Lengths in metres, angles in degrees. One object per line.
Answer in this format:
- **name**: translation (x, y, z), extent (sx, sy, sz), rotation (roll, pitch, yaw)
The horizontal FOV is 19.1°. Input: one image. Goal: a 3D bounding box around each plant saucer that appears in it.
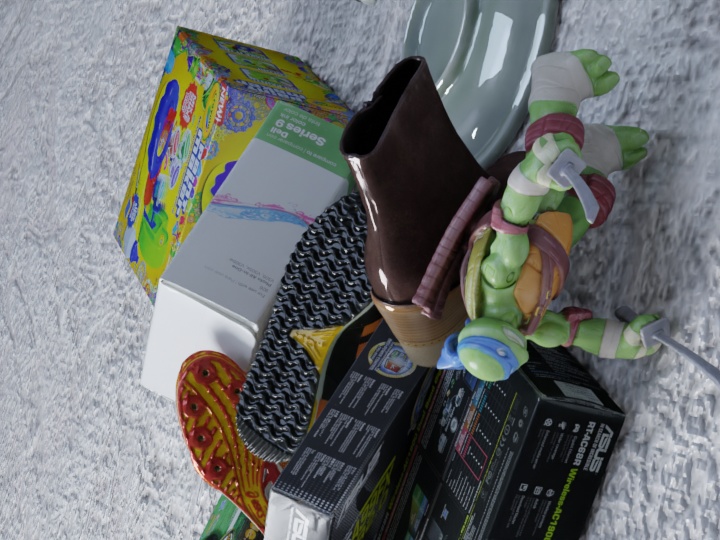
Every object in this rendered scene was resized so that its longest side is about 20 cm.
- **plant saucer**: translation (0.073, -0.166, 1.518), extent (0.200, 0.050, 0.201), rotation (-168, 90, -69)

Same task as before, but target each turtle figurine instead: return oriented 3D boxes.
- **turtle figurine**: translation (0.136, -0.025, 1.196), extent (0.200, 0.144, 0.194), rotation (-36, 29, 49)

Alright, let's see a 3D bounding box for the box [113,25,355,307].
- **box**: translation (-0.109, -0.077, 1.819), extent (0.193, 0.122, 0.201), rotation (-131, 57, -63)

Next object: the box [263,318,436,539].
- **box**: translation (-0.004, 0.133, 1.367), extent (0.200, 0.044, 0.161), rotation (-55, -17, -44)

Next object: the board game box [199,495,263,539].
- **board game box**: translation (-0.108, 0.223, 1.664), extent (0.201, 0.023, 0.105), rotation (-63, 13, -15)

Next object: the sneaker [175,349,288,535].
- **sneaker**: translation (-0.077, 0.138, 1.550), extent (0.073, 0.200, 0.077), rotation (-31, 25, -2)

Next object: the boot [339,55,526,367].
- **boot**: translation (0.060, -0.059, 1.293), extent (0.200, 0.072, 0.167), rotation (-54, -41, -42)

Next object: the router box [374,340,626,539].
- **router box**: translation (0.078, 0.139, 1.315), extent (0.150, 0.062, 0.201), rotation (-127, 53, -63)

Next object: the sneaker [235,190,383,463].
- **sneaker**: translation (-0.011, 0.034, 1.424), extent (0.070, 0.090, 0.201), rotation (30, 101, 25)

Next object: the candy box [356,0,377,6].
- **candy box**: translation (0.019, -0.320, 1.637), extent (0.137, 0.061, 0.200), rotation (114, 171, -47)

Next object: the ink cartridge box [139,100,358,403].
- **ink cartridge box**: translation (-0.078, -0.004, 1.603), extent (0.146, 0.087, 0.200), rotation (106, -170, -53)
